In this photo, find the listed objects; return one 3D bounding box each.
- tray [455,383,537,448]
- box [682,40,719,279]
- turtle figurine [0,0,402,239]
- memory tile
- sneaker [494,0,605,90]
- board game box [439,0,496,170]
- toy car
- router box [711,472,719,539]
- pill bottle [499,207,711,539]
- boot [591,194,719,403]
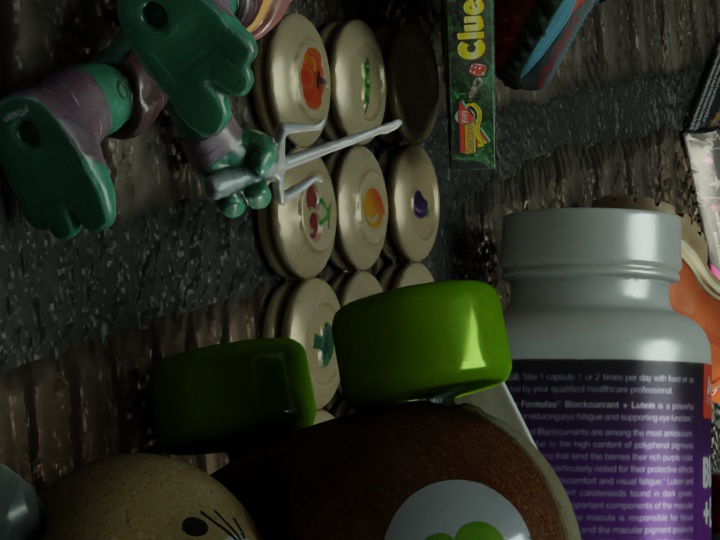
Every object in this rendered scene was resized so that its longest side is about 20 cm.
[{"bbox_3d":[0.074,0.112,0.827,0.201,0.022,0.107,64,-3,8],"label":"tray"},{"bbox_3d":[0.295,-0.044,1.355,0.133,0.114,0.201,-60,141,-47],"label":"box"},{"bbox_3d":[-0.034,-0.085,0.674,0.150,0.100,0.200,-58,172,33],"label":"turtle figurine"},{"bbox_3d":[0.000,0.000,0.830,0.153,0.017,0.202,-6,94,-65],"label":"memory tile"},{"bbox_3d":[0.134,-0.161,0.949,0.095,0.079,0.201,25,105,-25],"label":"sneaker"},{"bbox_3d":[0.041,-0.150,0.825,0.105,0.023,0.201,-94,180,-49],"label":"board game box"},{"bbox_3d":[-0.044,0.096,0.597,0.199,0.157,0.166,3,74,-53],"label":"toy car"},{"bbox_3d":[0.166,0.189,1.016,0.200,0.048,0.182,155,-64,-78],"label":"router box"},{"bbox_3d":[0.103,0.076,0.937,0.111,0.110,0.202,9,81,-65],"label":"pill bottle"},{"bbox_3d":[0.170,0.049,1.142,0.200,0.074,0.108,38,58,-49],"label":"boot"}]
